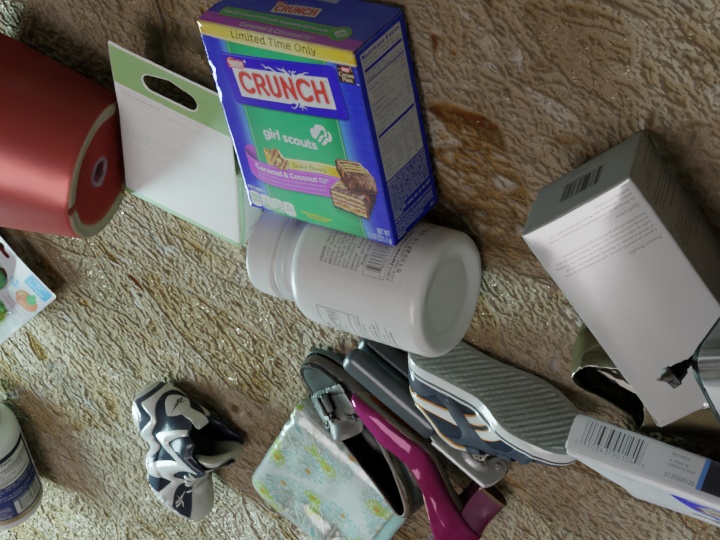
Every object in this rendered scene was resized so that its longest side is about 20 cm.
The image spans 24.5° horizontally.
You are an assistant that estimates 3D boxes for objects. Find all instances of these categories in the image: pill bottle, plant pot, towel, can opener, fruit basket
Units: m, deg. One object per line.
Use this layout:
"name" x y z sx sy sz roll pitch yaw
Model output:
"pill bottle" 0.000 0.000 1.505 0.198 0.114 0.115 16 138 32
"plant pot" -0.327 -0.124 1.635 0.176 0.201 0.202 19 140 14
"towel" -0.030 0.243 1.850 0.171 0.048 0.200 38 145 4
"can opener" 0.066 0.144 1.649 0.200 0.053 0.067 42 146 1
"pill bottle" -0.508 0.249 2.254 0.110 0.111 0.201 19 139 29
"fruit basket" -0.474 0.007 1.985 0.185 0.094 0.200 48 141 -9

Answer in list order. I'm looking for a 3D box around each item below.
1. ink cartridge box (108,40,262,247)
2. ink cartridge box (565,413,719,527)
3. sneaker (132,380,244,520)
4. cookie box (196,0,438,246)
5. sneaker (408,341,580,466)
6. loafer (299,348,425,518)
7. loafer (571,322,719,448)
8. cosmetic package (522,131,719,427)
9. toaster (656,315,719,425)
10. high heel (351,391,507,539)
"ink cartridge box" -0.165 -0.128 1.584 0.145 0.048 0.201 26 142 20
"ink cartridge box" 0.301 0.193 1.452 0.197 0.044 0.200 17 170 30
"sneaker" -0.187 0.230 1.956 0.129 0.079 0.201 19 130 41
"cookie box" -0.035 -0.136 1.428 0.170 0.075 0.201 16 137 33
"sneaker" 0.129 0.136 1.560 0.199 0.078 0.080 33 141 32
"loafer" 0.004 0.170 1.725 0.200 0.063 0.072 47 145 -8
"loafer" 0.264 0.111 1.412 0.199 0.068 0.076 25 142 23
"cosmetic package" 0.228 0.009 1.300 0.107 0.085 0.201 -28 109 30
"toaster" 0.343 0.078 1.191 0.118 0.200 0.182 -11 120 53
"high heel" 0.048 0.212 1.689 0.200 0.067 0.096 41 104 -5
